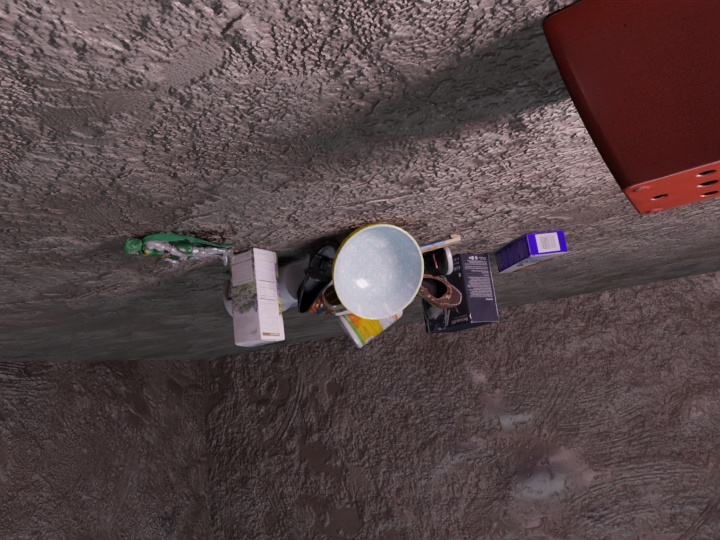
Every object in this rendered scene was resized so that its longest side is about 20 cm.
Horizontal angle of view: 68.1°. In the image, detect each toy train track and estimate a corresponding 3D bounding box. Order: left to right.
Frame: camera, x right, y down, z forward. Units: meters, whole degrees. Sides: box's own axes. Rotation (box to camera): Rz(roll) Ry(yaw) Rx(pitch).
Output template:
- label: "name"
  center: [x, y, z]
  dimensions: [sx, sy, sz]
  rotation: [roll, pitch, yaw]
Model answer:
- label: "toy train track"
  center: [0.140, -0.059, 1.268]
  dimensions: [0.197, 0.033, 0.115]
  rotation: [-15, 166, -5]

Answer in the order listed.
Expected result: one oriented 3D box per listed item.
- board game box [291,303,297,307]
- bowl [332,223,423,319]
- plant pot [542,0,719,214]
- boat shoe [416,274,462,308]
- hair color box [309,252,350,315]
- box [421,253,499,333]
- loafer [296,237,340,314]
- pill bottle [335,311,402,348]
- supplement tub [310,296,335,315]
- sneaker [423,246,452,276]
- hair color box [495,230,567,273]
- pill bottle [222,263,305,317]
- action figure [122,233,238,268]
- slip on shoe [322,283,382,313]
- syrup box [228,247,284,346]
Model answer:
- label: "board game box"
  center: [-0.233, 0.081, 1.660]
  dimensions: [0.197, 0.042, 0.199]
  rotation: [-13, 167, 25]
- label: "bowl"
  center: [0.024, -0.009, 1.133]
  dimensions: [0.197, 0.203, 0.108]
  rotation: [-4, -163, -16]
- label: "plant pot"
  center: [0.317, -0.166, 0.520]
  dimensions: [0.198, 0.179, 0.199]
  rotation: [-15, 167, 33]
- label: "boat shoe"
  center: [0.204, 0.056, 1.403]
  dimensions: [0.198, 0.072, 0.070]
  rotation: [16, 164, -36]
- label: "hair color box"
  center: [-0.046, 0.029, 1.303]
  dimensions: [0.098, 0.061, 0.201]
  rotation: [-10, 143, 12]
- label: "box"
  center: [0.284, 0.071, 1.566]
  dimensions: [0.122, 0.200, 0.199]
  rotation: [0, 165, -34]
- label: "loafer"
  center: [-0.094, 0.019, 1.188]
  dimensions: [0.071, 0.063, 0.201]
  rotation: [21, 128, -11]
- label: "pill bottle"
  center: [0.042, 0.104, 1.419]
  dimensions: [0.199, 0.112, 0.111]
  rotation: [-36, 171, -9]
- label: "supplement tub"
  center: [-0.063, 0.062, 1.481]
  dimensions: [0.198, 0.124, 0.122]
  rotation: [1, 166, -34]
- label: "sneaker"
  center: [0.176, -0.012, 1.407]
  dimensions: [0.098, 0.072, 0.200]
  rotation: [-10, 173, -11]
- label: "hair color box"
  center: [0.461, -0.047, 1.455]
  dimensions: [0.108, 0.066, 0.200]
  rotation: [-6, 170, -10]
- label: "pill bottle"
  center: [-0.233, 0.050, 1.321]
  dimensions: [0.198, 0.122, 0.119]
  rotation: [-14, 167, 32]
- label: "action figure"
  center: [-0.344, -0.038, 1.009]
  dimensions: [0.198, 0.056, 0.118]
  rotation: [5, 166, -31]
- label: "slip on shoe"
  center: [0.001, 0.040, 1.214]
  dimensions: [0.199, 0.076, 0.061]
  rotation: [-30, 155, -24]
- label: "syrup box"
  center: [-0.229, 0.061, 1.173]
  dimensions: [0.078, 0.203, 0.081]
  rotation: [-15, 166, 29]
